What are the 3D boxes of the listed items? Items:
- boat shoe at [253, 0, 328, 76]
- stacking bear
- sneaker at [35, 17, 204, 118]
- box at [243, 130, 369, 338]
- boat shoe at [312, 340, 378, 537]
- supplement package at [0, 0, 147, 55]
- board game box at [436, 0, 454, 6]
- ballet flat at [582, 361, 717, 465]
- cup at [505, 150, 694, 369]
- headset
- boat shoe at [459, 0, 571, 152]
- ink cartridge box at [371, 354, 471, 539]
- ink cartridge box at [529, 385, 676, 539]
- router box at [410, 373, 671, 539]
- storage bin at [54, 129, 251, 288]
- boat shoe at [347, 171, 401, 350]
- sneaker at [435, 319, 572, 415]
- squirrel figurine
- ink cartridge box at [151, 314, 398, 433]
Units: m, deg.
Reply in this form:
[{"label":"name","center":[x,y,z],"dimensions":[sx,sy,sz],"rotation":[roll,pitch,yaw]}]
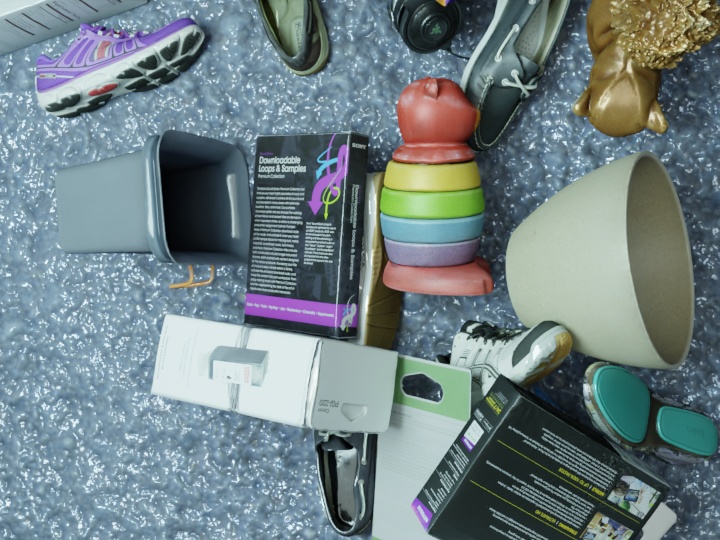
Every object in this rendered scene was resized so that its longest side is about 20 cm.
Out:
[{"label":"boat shoe","center":[-0.084,-0.307,1.116],"dimensions":[0.070,0.066,0.205],"rotation":[-17,88,8]},{"label":"stacking bear","center":[0.075,-0.087,1.046],"dimensions":[0.111,0.122,0.204],"rotation":[0,101,4]},{"label":"sneaker","center":[-0.264,-0.234,1.139],"dimensions":[0.196,0.081,0.085],"rotation":[-17,82,9]},{"label":"box","center":[-0.057,-0.039,1.094],"dimensions":[0.141,0.036,0.205],"rotation":[5,93,44]},{"label":"boat shoe","center":[-0.015,0.176,1.108],"dimensions":[0.071,0.063,0.205],"rotation":[-3,89,9]},{"label":"supplement package","center":[-0.346,-0.318,1.133],"dimensions":[0.196,0.109,0.116],"rotation":[-16,88,8]},{"label":"board game box","center":[0.089,-0.405,0.989],"dimensions":[0.199,0.200,0.201],"rotation":[40,126,6]},{"label":"ballet flat","center":[0.263,0.144,1.028],"dimensions":[0.198,0.072,0.073],"rotation":[26,94,-33]},{"label":"cup","center":[0.224,-0.001,1.025],"dimensions":[0.141,0.199,0.205],"rotation":[-9,89,32]},{"label":"headset","center":[0.054,-0.250,1.075],"dimensions":[0.093,0.124,0.201],"rotation":[-35,109,10]},{"label":"boat shoe","center":[0.156,-0.213,1.071],"dimensions":[0.060,0.075,0.204],"rotation":[22,96,45]},{"label":"ink cartridge box","center":[0.073,0.189,1.058],"dimensions":[0.144,0.047,0.205],"rotation":[7,94,52]},{"label":"ink cartridge box","center":[0.214,0.229,1.073],"dimensions":[0.199,0.067,0.116],"rotation":[41,96,6]},{"label":"router box","center":[0.166,0.207,0.973],"dimensions":[0.198,0.051,0.150],"rotation":[32,98,-23]},{"label":"storage bin","center":[-0.209,-0.054,1.081],"dimensions":[0.132,0.200,0.149],"rotation":[-5,89,19]},{"label":"boat shoe","center":[0.000,0.000,1.109],"dimensions":[0.068,0.070,0.205],"rotation":[3,90,29]},{"label":"sneaker","center":[0.127,0.083,1.033],"dimensions":[0.075,0.200,0.089],"rotation":[-18,73,-31]},{"label":"squirrel figurine","center":[0.260,-0.227,1.000],"dimensions":[0.139,0.200,0.190],"rotation":[17,84,3]},{"label":"ink cartridge box","center":[-0.082,0.101,1.040],"dimensions":[0.197,0.145,0.087],"rotation":[8,86,35]}]
